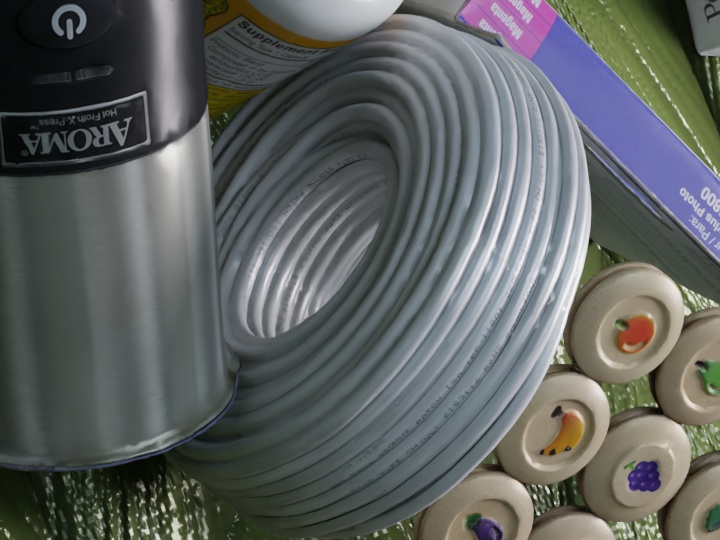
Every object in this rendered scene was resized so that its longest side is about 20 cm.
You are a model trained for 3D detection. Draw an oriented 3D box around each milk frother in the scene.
[{"bbox_3d":[-0.134,-0.059,0.974,0.200,0.179,0.189,-89,178,-64],"label":"milk frother"}]

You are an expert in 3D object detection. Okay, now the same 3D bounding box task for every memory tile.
[{"bbox_3d":[0.096,0.100,1.108,0.153,0.200,0.017,29,11,-35],"label":"memory tile"}]

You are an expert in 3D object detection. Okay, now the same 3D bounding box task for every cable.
[{"bbox_3d":[0.000,0.000,1.022,0.069,0.200,0.201,34,74,-31],"label":"cable"}]

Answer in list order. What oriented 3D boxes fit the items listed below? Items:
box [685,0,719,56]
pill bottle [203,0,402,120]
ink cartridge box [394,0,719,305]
[{"bbox_3d":[0.260,-0.218,1.441,0.199,0.130,0.200,0,72,-45],"label":"box"},{"bbox_3d":[-0.049,-0.124,1.030,0.112,0.200,0.113,21,58,-38],"label":"pill bottle"},{"bbox_3d":[0.093,-0.063,1.166,0.196,0.200,0.043,43,84,-25],"label":"ink cartridge box"}]
